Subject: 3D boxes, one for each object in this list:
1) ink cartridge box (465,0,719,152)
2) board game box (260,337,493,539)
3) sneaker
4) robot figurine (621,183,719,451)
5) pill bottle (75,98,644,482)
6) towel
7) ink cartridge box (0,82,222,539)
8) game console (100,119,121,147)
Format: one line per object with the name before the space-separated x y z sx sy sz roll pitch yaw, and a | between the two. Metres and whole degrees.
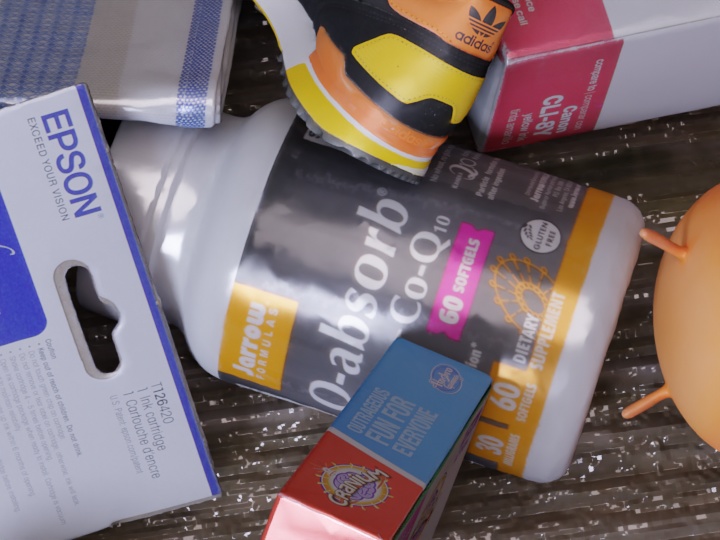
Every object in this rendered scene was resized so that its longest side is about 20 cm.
ink cartridge box | 0.126 -0.142 1.107 0.200 0.083 0.145 -12 66 -10
board game box | -0.020 0.140 1.001 0.040 0.153 0.200 23 112 7
sneaker | 0.001 -0.123 1.066 0.090 0.070 0.200 -50 42 22
robot figurine | 0.198 0.015 1.072 0.200 0.144 0.117 -3 71 -10
pill bottle | 0.000 0.000 1.090 0.200 0.116 0.116 17 79 5
towel | -0.144 -0.098 1.094 0.200 0.024 0.147 1 35 1
ink cartridge box | -0.174 0.031 1.064 0.200 0.198 0.047 -18 34 -5
game console | -0.168 -0.134 1.167 0.200 0.031 0.177 7 79 2
